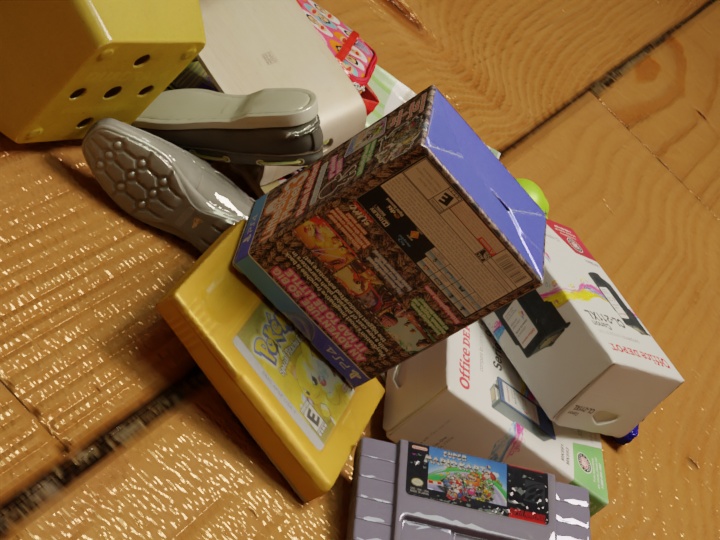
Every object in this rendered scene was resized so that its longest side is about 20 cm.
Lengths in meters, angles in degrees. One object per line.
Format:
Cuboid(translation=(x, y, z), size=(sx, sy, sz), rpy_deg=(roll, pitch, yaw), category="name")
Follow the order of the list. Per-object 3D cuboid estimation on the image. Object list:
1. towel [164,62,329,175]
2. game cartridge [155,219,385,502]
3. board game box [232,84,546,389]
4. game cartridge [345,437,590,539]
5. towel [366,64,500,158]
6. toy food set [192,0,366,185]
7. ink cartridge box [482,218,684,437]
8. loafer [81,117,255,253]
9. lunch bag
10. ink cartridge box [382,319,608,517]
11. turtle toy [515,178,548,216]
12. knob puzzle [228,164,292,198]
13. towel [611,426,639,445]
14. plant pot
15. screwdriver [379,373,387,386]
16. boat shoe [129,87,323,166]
Cuboid(translation=(-0.115, -0.161, 1.529), size=(0.200, 0.023, 0.144), rpy_deg=(32, 24, -2), category="towel")
Cuboid(translation=(-0.067, 0.066, 1.272), size=(0.200, 0.032, 0.176), rpy_deg=(55, 27, -11), category="game cartridge")
Cuboid(translation=(0.027, -0.024, 1.272), size=(0.159, 0.200, 0.097), rpy_deg=(47, 29, -23), category="board game box")
Cuboid(translation=(0.089, 0.206, 1.241), size=(0.200, 0.038, 0.130), rpy_deg=(14, 49, -8), category="game cartridge")
Cuboid(translation=(0.075, -0.155, 1.789), size=(0.200, 0.031, 0.149), rpy_deg=(36, 29, -13), category="towel")
Cuboid(translation=(-0.099, -0.187, 1.480), size=(0.143, 0.060, 0.200), rpy_deg=(-28, 81, -40), category="toy food set")
Cuboid(translation=(0.187, 0.045, 1.425), size=(0.146, 0.083, 0.200), rpy_deg=(16, 34, -52), category="ink cartridge box")
Cuboid(translation=(-0.157, -0.069, 1.352), size=(0.200, 0.070, 0.070), rpy_deg=(38, 23, -25), category="loafer")
Cuboid(translation=(-0.053, -0.226, 1.644), size=(0.176, 0.082, 0.200), rpy_deg=(37, 17, -7), category="lunch bag")
Cuboid(translation=(0.122, 0.134, 1.399), size=(0.200, 0.088, 0.145), rpy_deg=(36, 30, -20), category="ink cartridge box")
Cuboid(translation=(0.118, -0.066, 1.650), size=(0.200, 0.101, 0.146), rpy_deg=(10, 43, -45), category="turtle toy")
Cuboid(translation=(-0.042, -0.081, 1.522), size=(0.220, 0.030, 0.220), rpy_deg=(19, 23, -8), category="knob puzzle")
Cuboid(translation=(0.228, 0.082, 1.648), size=(0.200, 0.050, 0.148), rpy_deg=(40, 30, -6), category="towel")
Cuboid(translation=(-0.251, -0.217, 1.302), size=(0.200, 0.200, 0.176), rpy_deg=(-13, 67, -56), category="plant pot")
Cuboid(translation=(-0.014, 0.035, 1.387), size=(0.200, 0.029, 0.028), rpy_deg=(55, 43, -4), category="screwdriver")
Cuboid(translation=(-0.127, -0.124, 1.377), size=(0.072, 0.202, 0.060), rpy_deg=(-58, 143, -49), category="boat shoe")
